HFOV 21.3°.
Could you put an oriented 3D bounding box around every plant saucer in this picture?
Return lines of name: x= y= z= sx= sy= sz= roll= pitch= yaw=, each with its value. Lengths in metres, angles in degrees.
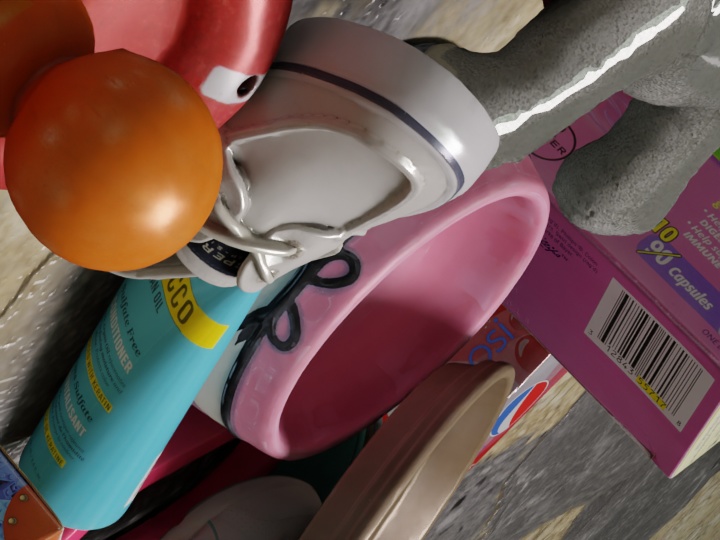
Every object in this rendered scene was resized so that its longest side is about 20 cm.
plant saucer: x=0.006 y=0.121 z=0.902 sx=0.200 sy=0.029 sz=0.200 roll=-52 pitch=167 yaw=-17

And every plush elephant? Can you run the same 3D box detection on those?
plush elephant: x=0.084 y=-0.133 z=0.637 sx=0.200 sy=0.155 sz=0.164 roll=-43 pitch=153 yaw=22

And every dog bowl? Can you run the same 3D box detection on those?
dog bowl: x=0.000 y=0.000 z=0.836 sx=0.200 sy=0.074 sz=0.200 roll=-38 pitch=160 yaw=-16

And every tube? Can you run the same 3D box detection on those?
tube: x=-0.078 y=0.026 z=0.747 sx=0.050 sy=0.078 sz=0.200 roll=2 pitch=139 yaw=-33

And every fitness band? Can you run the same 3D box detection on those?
fitness band: x=-0.101 y=0.113 z=0.932 sx=0.200 sy=0.037 sz=0.144 roll=-28 pitch=153 yaw=-41

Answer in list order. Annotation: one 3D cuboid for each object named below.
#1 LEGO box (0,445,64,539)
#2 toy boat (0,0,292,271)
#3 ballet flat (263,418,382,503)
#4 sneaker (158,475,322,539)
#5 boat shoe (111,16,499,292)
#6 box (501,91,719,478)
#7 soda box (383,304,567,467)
LEGO box: x=-0.205 y=0.158 z=0.743 sx=0.149 sy=0.077 sz=0.200 roll=-31 pitch=157 yaw=-32
toy boat: x=-0.083 y=-0.053 z=0.466 sx=0.131 sy=0.131 sz=0.200 roll=-52 pitch=159 yaw=25
ballet flat: x=-0.034 y=0.156 z=1.011 sx=0.074 sy=0.074 sz=0.201 roll=90 pitch=25 yaw=-65
sneaker: x=-0.082 y=0.165 z=0.905 sx=0.200 sy=0.080 sz=0.071 roll=-28 pitch=151 yaw=-42
boat shoe: x=-0.033 y=-0.027 z=0.592 sx=0.200 sy=0.072 sz=0.066 roll=1 pitch=-126 yaw=57
box: x=0.174 y=-0.030 z=0.968 sx=0.200 sy=0.176 sz=0.097 roll=-32 pitch=159 yaw=-30
soda box: x=0.046 y=0.076 z=1.092 sx=0.200 sy=0.070 sz=0.063 roll=-45 pitch=160 yaw=4
